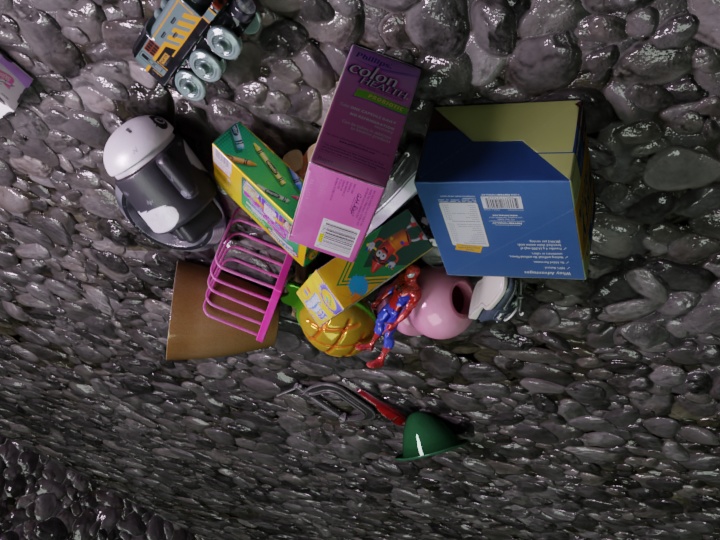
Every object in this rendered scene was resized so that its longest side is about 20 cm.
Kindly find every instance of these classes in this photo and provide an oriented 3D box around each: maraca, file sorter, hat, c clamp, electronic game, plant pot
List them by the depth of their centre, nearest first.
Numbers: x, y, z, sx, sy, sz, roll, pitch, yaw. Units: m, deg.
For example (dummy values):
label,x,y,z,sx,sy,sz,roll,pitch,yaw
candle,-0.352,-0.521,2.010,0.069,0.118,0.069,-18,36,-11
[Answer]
label,x,y,z,sx,sy,sz,roll,pitch,yaw
electronic game,-0.320,-0.105,1.477,0.198,0.042,0.201,11,139,10
maraca,-0.049,0.075,1.486,0.136,0.108,0.200,-20,132,24
file sorter,-0.188,0.003,1.493,0.125,0.140,0.200,21,148,-4
plant pot,-0.255,0.086,1.640,0.198,0.188,0.187,8,150,-10
hat,0.132,0.321,1.951,0.165,0.177,0.199,-20,171,41
c clamp,-0.068,0.305,2.017,0.200,0.027,0.170,35,139,-25

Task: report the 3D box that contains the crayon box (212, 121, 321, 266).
label,x,y,z,sx,sy,sz,roll,pitch,yaw
crayon box,-0.129,-0.109,1.274,0.200,0.058,0.119,43,160,9

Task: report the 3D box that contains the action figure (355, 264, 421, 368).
label,x,y,z,sx,sy,sz,roll,pitch,yaw
action figure,0.049,0.070,1.402,0.051,0.066,0.201,4,128,-33

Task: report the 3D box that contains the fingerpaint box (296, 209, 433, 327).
label,x,y,z,sx,sy,sz,roll,pitch,yaw
fingerpaint box,0.000,0.000,1.321,0.074,0.166,0.200,55,165,2

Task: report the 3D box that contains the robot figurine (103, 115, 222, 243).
label,x,y,z,sx,sy,sz,roll,pitch,yaw
robot figurine,-0.296,-0.138,1.319,0.150,0.125,0.200,-22,116,29

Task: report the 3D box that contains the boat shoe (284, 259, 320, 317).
label,x,y,z,sx,sy,sz,roll,pitch,yaw
boat shoe,-0.107,0.039,1.574,0.064,0.072,0.201,13,148,10

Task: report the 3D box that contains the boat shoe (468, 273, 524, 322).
label,x,y,z,sx,sy,sz,roll,pitch,yaw
boat shoe,0.209,0.039,1.300,0.061,0.075,0.200,11,160,-2

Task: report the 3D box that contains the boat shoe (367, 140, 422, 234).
label,x,y,z,sx,sy,sz,roll,pitch,yaw
boat shoe,0.037,-0.116,1.264,0.066,0.070,0.200,50,137,1

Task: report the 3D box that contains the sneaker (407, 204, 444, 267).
label,x,y,z,sx,sy,sz,roll,pitch,yaw
sneaker,0.147,-0.035,1.353,0.199,0.067,0.091,24,154,-10

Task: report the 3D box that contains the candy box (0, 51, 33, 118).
label,x,y,z,sx,sy,sz,roll,pitch,yaw
candy box,-0.621,-0.291,1.305,0.199,0.072,0.168,-10,139,37

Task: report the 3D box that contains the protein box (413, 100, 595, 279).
label,x,y,z,sx,sy,sz,roll,pitch,yaw
protein box,0.198,-0.101,1.153,0.197,0.136,0.200,2,145,22

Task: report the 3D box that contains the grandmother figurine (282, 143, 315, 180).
label,x,y,z,sx,sy,sz,roll,pitch,yaw
grandmother figurine,-0.036,-0.111,1.326,0.120,0.061,0.200,-6,145,22

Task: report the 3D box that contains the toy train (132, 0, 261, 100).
label,x,y,z,sx,sy,sz,roll,pitch,yaw
toy train,-0.208,-0.297,1.098,0.114,0.086,0.200,39,143,-16

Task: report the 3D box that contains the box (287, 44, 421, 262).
label,x,y,z,sx,sy,sz,roll,pitch,yaw
box,-0.009,-0.147,1.118,0.096,0.201,0.176,18,148,-4

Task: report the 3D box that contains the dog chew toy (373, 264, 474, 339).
label,x,y,z,sx,sy,sz,roll,pitch,yaw
dog chew toy,0.098,0.056,1.465,0.199,0.125,0.124,-9,141,47
